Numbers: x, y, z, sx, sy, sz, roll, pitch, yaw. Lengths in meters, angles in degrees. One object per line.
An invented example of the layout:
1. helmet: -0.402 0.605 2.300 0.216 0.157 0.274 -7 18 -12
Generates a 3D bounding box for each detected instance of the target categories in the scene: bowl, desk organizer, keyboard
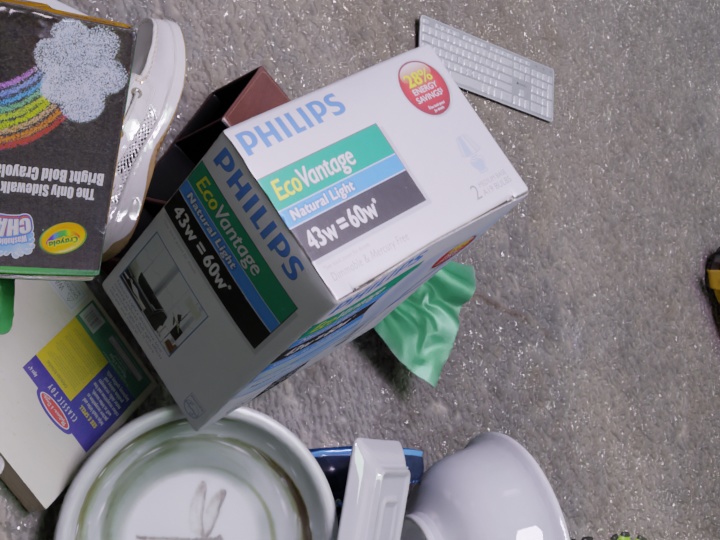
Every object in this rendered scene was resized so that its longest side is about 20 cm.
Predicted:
1. bowl: 0.081 0.234 1.149 0.090 0.201 0.203 -6 82 -23
2. desk organizer: -0.113 -0.058 1.101 0.077 0.071 0.201 48 49 -21
3. keyboard: 0.125 -0.195 1.427 0.199 0.011 0.057 13 69 -42

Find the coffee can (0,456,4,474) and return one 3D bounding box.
1. coffee can: -0.310 0.060 0.811 0.146 0.146 0.201 -39 107 -44

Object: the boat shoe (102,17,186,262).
1. boat shoe: -0.179 -0.108 1.048 0.069 0.071 0.201 28 56 -30

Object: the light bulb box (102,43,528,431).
1. light bulb box: -0.032 -0.021 0.962 0.198 0.200 0.125 -29 81 -41

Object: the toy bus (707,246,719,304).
1. toy bus: 0.493 0.053 1.654 0.199 0.135 0.194 -25 109 -49

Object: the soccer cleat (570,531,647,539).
1. soccer cleat: 0.242 0.297 1.379 0.199 0.064 0.084 11 100 -48

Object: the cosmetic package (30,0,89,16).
1. cosmetic package: -0.275 -0.150 0.963 0.199 0.074 0.103 25 62 -41

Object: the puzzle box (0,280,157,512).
1. puzzle box: -0.235 0.044 0.979 0.201 0.025 0.133 57 46 -17

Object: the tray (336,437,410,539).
1. tray: 0.004 0.223 1.053 0.107 0.022 0.202 22 76 -71

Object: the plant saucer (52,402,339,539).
1. plant saucer: -0.115 0.188 1.010 0.198 0.050 0.202 -1 92 -20

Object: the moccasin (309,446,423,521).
1. moccasin: -0.039 0.172 1.118 0.199 0.080 0.069 -3 85 -31

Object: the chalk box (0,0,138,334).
1. chalk box: -0.229 -0.064 0.879 0.124 0.124 0.202 5 101 -40

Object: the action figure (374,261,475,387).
1. action figure: 0.000 0.000 1.211 0.199 0.055 0.119 34 57 -26
